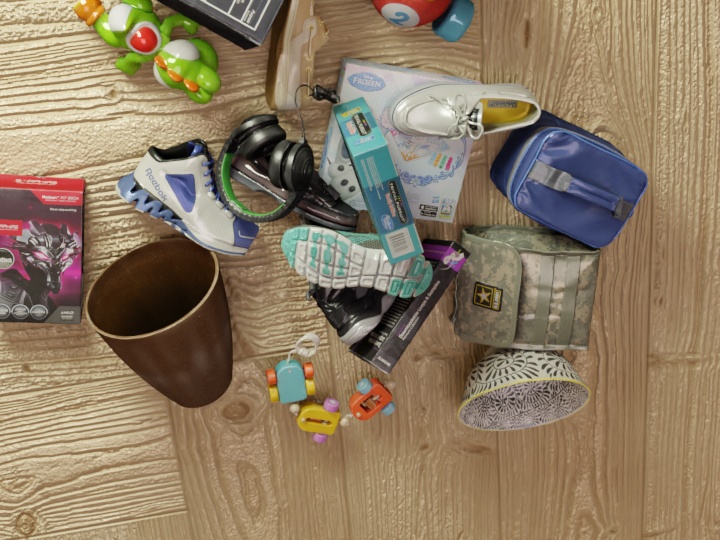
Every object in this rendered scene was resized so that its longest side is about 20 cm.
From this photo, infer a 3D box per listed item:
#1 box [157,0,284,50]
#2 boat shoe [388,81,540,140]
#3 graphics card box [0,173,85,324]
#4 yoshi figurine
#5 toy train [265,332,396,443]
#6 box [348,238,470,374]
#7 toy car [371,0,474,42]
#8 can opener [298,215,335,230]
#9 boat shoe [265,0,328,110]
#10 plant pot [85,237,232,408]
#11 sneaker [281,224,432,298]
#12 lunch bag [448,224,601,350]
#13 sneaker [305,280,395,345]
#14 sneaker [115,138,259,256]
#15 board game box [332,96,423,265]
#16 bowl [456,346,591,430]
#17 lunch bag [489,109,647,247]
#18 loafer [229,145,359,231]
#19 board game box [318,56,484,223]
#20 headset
[{"bbox_3d":[-0.168,-0.395,1.342,0.198,0.123,0.201,27,90,-16],"label":"box"},{"bbox_3d":[0.141,-0.202,1.490,0.201,0.086,0.075,-3,114,-10],"label":"boat shoe"},{"bbox_3d":[-0.436,-0.027,1.531,0.125,0.051,0.201,3,115,-12],"label":"graphics card box"},{"bbox_3d":[-0.255,-0.292,1.435,0.200,0.112,0.112,42,61,-10],"label":"yoshi figurine"},{"bbox_3d":[-0.050,0.170,1.693,0.150,0.056,0.200,-45,117,9],"label":"toy train"},{"bbox_3d":[0.065,0.046,1.574,0.036,0.143,0.200,37,85,-12],"label":"box"},{"bbox_3d":[0.090,-0.369,1.389,0.184,0.200,0.177,24,108,-19],"label":"toy car"},{"bbox_3d":[-0.028,-0.006,1.614,0.067,0.053,0.200,-28,117,4],"label":"can opener"},{"bbox_3d":[-0.076,-0.303,1.465,0.069,0.074,0.201,2,119,-20],"label":"boat shoe"},{"bbox_3d":[-0.251,0.091,1.562,0.186,0.187,0.200,-20,131,-1],"label":"plant pot"},{"bbox_3d":[-0.006,-0.018,1.492,0.199,0.091,0.078,16,107,-7],"label":"sneaker"},{"bbox_3d":[0.232,0.024,1.644,0.199,0.118,0.165,1,112,-5],"label":"lunch bag"},{"bbox_3d":[0.000,0.000,1.566,0.114,0.200,0.075,44,141,-12],"label":"sneaker"},{"bbox_3d":[-0.214,-0.108,1.518,0.199,0.081,0.115,27,109,-19],"label":"sneaker"},{"bbox_3d":[0.020,-0.118,1.442,0.047,0.200,0.151,-19,116,0],"label":"board game box"},{"bbox_3d":[0.236,0.161,1.700,0.200,0.095,0.201,-6,151,-3],"label":"bowl"},{"bbox_3d":[0.296,-0.121,1.578,0.199,0.132,0.136,21,109,-18],"label":"lunch bag"},{"bbox_3d":[-0.087,-0.118,1.516,0.199,0.072,0.063,26,107,5],"label":"loafer"},{"bbox_3d":[0.053,-0.176,1.557,0.199,0.043,0.200,8,113,-14],"label":"board game box"},{"bbox_3d":[-0.102,-0.155,1.469,0.123,0.094,0.200,41,110,15],"label":"headset"}]
